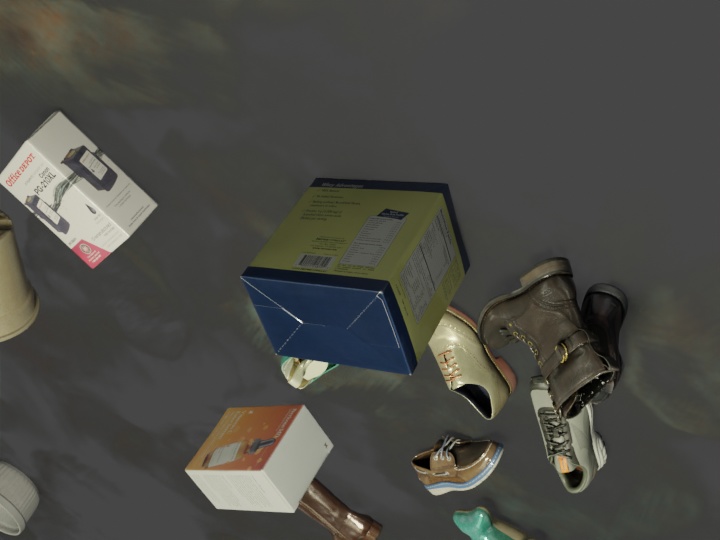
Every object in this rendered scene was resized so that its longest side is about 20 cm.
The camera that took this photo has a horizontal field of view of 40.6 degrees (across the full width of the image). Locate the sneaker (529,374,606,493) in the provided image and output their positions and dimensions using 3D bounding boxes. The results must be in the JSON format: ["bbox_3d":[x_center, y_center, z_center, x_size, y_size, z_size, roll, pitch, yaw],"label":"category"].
[{"bbox_3d":[0.281,0.222,1.331,0.074,0.079,0.201,-4,127,39],"label":"sneaker"}]

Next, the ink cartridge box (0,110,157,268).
[{"bbox_3d":[-0.427,-0.119,1.465,0.200,0.084,0.145,45,139,-14],"label":"ink cartridge box"}]

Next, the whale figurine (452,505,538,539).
[{"bbox_3d":[0.230,0.474,1.604,0.200,0.104,0.159,48,139,-17],"label":"whale figurine"}]

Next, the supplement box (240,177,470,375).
[{"bbox_3d":[0.000,0.000,1.199,0.199,0.200,0.135,6,134,30],"label":"supplement box"}]

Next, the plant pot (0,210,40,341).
[{"bbox_3d":[-0.662,-0.004,1.684,0.200,0.201,0.184,22,128,15],"label":"plant pot"}]

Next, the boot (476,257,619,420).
[{"bbox_3d":[0.219,0.099,1.172,0.069,0.175,0.200,1,148,-26],"label":"boot"}]

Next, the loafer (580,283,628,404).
[{"bbox_3d":[0.290,0.104,1.214,0.072,0.063,0.201,15,137,21],"label":"loafer"}]

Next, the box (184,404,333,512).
[{"bbox_3d":[-0.175,0.325,1.692,0.199,0.152,0.107,-10,124,40],"label":"box"}]

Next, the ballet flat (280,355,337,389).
[{"bbox_3d":[-0.082,0.143,1.507,0.067,0.070,0.200,40,141,-8],"label":"ballet flat"}]

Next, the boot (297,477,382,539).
[{"bbox_3d":[-0.080,0.469,1.844,0.200,0.064,0.187,34,128,-5],"label":"boot"}]

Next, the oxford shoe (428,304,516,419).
[{"bbox_3d":[0.135,0.119,1.327,0.200,0.074,0.071,44,140,-13],"label":"oxford shoe"}]

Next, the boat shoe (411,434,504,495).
[{"bbox_3d":[0.142,0.296,1.507,0.072,0.072,0.200,41,141,-7],"label":"boat shoe"}]

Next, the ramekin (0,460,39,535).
[{"bbox_3d":[-0.923,0.578,2.508,0.199,0.105,0.201,20,140,18],"label":"ramekin"}]
